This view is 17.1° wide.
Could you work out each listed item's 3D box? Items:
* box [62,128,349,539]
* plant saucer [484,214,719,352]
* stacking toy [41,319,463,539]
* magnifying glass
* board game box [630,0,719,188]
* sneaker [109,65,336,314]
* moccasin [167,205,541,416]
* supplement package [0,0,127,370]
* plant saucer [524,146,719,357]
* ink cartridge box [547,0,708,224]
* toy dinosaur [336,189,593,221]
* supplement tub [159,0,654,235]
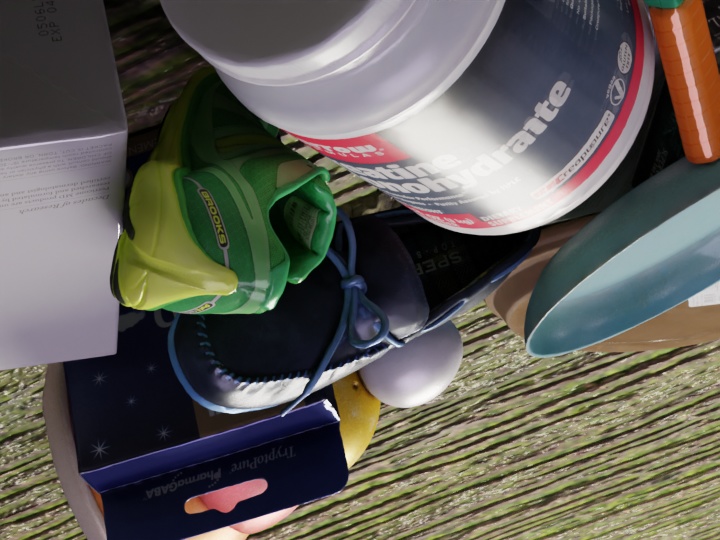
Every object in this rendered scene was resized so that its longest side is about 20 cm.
[{"bbox_3d":[-0.080,0.024,1.113,0.120,0.201,0.032,-17,152,7],"label":"box"},{"bbox_3d":[0.165,0.009,1.357,0.199,0.030,0.200,-3,161,-1],"label":"plant saucer"},{"bbox_3d":[-0.040,0.064,1.164,0.199,0.147,0.146,-22,153,18],"label":"stacking toy"},{"bbox_3d":[0.122,-0.131,0.976,0.022,0.080,0.201,8,133,37],"label":"magnifying glass"},{"bbox_3d":[0.224,-0.108,1.115,0.199,0.028,0.136,-26,154,-19],"label":"board game box"},{"bbox_3d":[-0.052,-0.026,0.997,0.083,0.200,0.074,17,114,-2],"label":"sneaker"},{"bbox_3d":[0.000,0.000,1.058,0.200,0.081,0.068,-29,-179,-42],"label":"moccasin"},{"bbox_3d":[-0.168,-0.050,1.016,0.119,0.122,0.200,-9,153,-11],"label":"supplement package"},{"bbox_3d":[0.158,-0.023,1.116,0.199,0.028,0.200,-29,166,-8],"label":"plant saucer"},{"bbox_3d":[0.165,-0.102,1.142,0.199,0.057,0.163,-18,148,-41],"label":"ink cartridge box"},{"bbox_3d":[0.061,-0.050,1.214,0.199,0.048,0.088,-9,150,-36],"label":"toy dinosaur"},{"bbox_3d":[0.022,-0.106,0.973,0.140,0.141,0.200,-25,152,23],"label":"supplement tub"}]
